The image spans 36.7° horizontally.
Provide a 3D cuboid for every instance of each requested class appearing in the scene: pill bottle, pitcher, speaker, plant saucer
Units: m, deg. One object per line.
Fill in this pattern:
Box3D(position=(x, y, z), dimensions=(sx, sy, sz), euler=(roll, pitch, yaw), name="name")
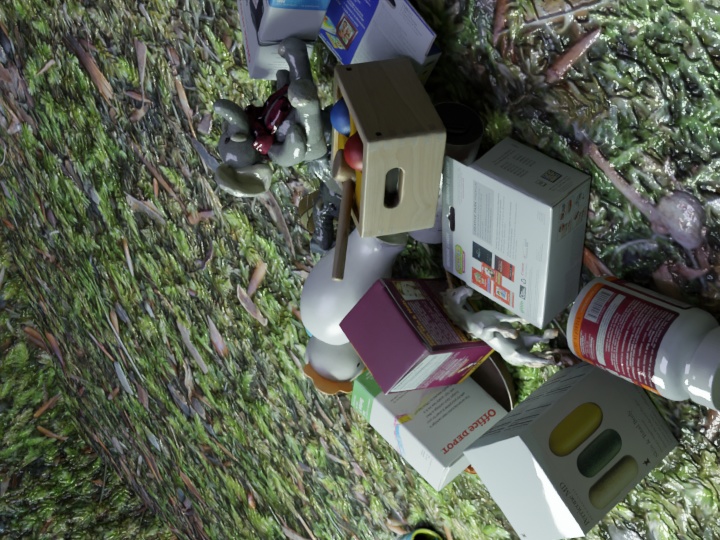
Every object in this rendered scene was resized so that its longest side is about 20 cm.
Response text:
Box3D(position=(0.348, 0.085, 1.267), dimensions=(0.199, 0.109, 0.110), euler=(25, 138, 45), name="pill bottle")
Box3D(position=(0.000, 0.000, 1.611), dimensions=(0.121, 0.172, 0.201), euler=(34, 116, 5), name="pitcher")
Box3D(position=(0.108, -0.128, 1.459), dimensions=(0.081, 0.081, 0.201), euler=(43, 149, 24), name="speaker")
Box3D(position=(0.172, 0.161, 1.694), dimensions=(0.200, 0.034, 0.201), euler=(39, 147, 31), name="plant saucer")

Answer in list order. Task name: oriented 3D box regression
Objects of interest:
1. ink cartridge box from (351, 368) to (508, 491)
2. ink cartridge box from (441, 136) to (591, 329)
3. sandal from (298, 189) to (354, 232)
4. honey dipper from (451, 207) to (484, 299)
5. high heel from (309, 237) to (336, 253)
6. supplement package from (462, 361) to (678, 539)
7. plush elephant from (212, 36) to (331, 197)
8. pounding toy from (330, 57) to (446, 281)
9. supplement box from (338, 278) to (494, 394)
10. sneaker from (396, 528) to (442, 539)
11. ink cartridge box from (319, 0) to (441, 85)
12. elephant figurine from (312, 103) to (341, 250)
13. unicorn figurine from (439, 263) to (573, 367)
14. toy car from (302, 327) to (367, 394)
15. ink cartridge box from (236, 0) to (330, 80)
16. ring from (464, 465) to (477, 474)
Box3D(position=(0.105, 0.213, 1.663), dimensions=(0.200, 0.144, 0.084), euler=(43, 149, 23), name="ink cartridge box")
Box3D(position=(0.193, -0.057, 1.388), dimensions=(0.175, 0.084, 0.201), euler=(32, 142, 33), name="ink cartridge box")
Box3D(position=(-0.028, -0.106, 1.714), dimensions=(0.199, 0.054, 0.081), euler=(-14, 93, 55), name="sandal")
Box3D(position=(0.146, -0.034, 1.494), dimensions=(0.038, 0.038, 0.201), euler=(35, 157, 34), name="honey dipper")
Box3D(position=(-0.019, 0.039, 1.828), dimensions=(0.142, 0.071, 0.202), euler=(11, 121, 56), name="high heel")
Box3D(position=(0.275, 0.234, 1.430), dimensions=(0.152, 0.199, 0.151), euler=(56, 151, 1), name="supplement package")
Box3D(position=(-0.128, -0.189, 1.446), dimensions=(0.166, 0.153, 0.201), euler=(-103, 2, -46), name="plush elephant")
Box3D(position=(0.014, -0.127, 1.377), dimensions=(0.201, 0.141, 0.185), euler=(94, 161, -45), name="pounding toy")
Box3D(position=(0.088, 0.090, 1.546), dimensions=(0.103, 0.199, 0.131), euler=(-47, 63, 27), name="supplement box")
Box3D(position=(0.147, 0.589, 2.106), dimensions=(0.200, 0.079, 0.131), euler=(50, 152, 12), name="sneaker")
Box3D(position=(0.022, -0.327, 1.435), dimensions=(0.198, 0.047, 0.200), euler=(53, 150, 11), name="ink cartridge box")
Box3D(position=(-0.017, -0.144, 1.590), dimensions=(0.202, 0.141, 0.155), euler=(69, 164, -8), name="elephant figurine")
Box3D(position=(0.192, 0.079, 1.485), dimensions=(0.200, 0.074, 0.137), euler=(51, 152, -22), name="unicorn figurine")
Box3D(position=(-0.016, 0.123, 1.728), dimensions=(0.176, 0.201, 0.185), euler=(24, 144, -7), name="toy car")
Box3D(position=(-0.106, -0.377, 1.482), dimensions=(0.200, 0.083, 0.146), euler=(120, 143, -58), name="ink cartridge box")
Box3D(position=(0.133, 0.267, 1.837), dimensions=(0.200, 0.019, 0.201), euler=(45, 160, 21), name="ring")
